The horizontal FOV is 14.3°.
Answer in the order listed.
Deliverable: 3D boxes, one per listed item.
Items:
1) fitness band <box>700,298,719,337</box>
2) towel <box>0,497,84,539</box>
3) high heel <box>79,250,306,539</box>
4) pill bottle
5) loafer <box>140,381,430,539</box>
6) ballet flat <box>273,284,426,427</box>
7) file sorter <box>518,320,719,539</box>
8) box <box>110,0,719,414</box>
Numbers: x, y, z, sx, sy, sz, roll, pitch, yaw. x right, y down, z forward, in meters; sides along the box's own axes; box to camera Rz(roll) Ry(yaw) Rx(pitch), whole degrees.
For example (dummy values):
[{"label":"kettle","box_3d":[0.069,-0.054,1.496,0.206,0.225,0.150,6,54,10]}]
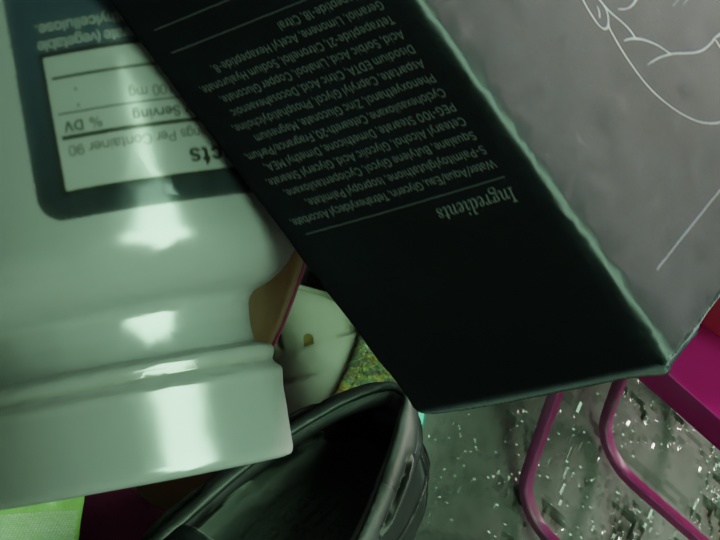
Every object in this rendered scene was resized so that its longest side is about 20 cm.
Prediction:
[{"label":"fitness band","box_3d":[0.138,-0.048,1.008,0.143,0.200,0.038,-17,148,-33]},{"label":"towel","box_3d":[-0.159,0.105,0.804,0.199,0.031,0.150,-1,96,-43]},{"label":"high heel","box_3d":[-0.046,0.026,0.884,0.067,0.096,0.201,-4,96,-38]},{"label":"pill bottle","box_3d":[-0.081,-0.039,0.807,0.119,0.119,0.201,-8,87,-42]},{"label":"loafer","box_3d":[-0.050,0.103,0.839,0.201,0.068,0.071,-44,159,-34]},{"label":"ballet flat","box_3d":[0.000,0.000,0.955,0.071,0.070,0.201,28,75,-40]},{"label":"file sorter","box_3d":[0.173,0.045,1.047,0.200,0.139,0.126,-32,152,-35]},{"label":"box","box_3d":[0.031,-0.089,0.758,0.200,0.107,0.148,54,55,-16]}]
